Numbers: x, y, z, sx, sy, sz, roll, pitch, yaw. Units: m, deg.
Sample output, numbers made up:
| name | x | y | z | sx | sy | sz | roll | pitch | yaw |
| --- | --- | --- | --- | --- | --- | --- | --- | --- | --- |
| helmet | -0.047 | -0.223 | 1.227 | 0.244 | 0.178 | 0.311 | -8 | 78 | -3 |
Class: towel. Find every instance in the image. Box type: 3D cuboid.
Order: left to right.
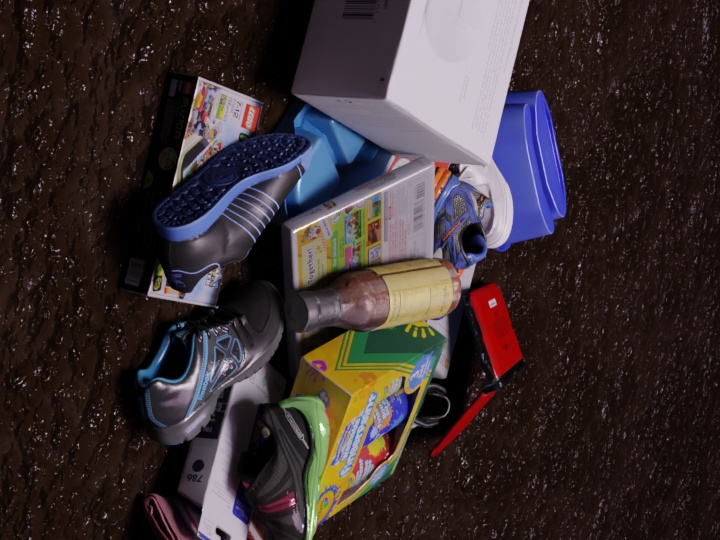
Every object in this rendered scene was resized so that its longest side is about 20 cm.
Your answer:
| name | x | y | z | sx | sy | sz | roll | pitch | yaw |
| --- | --- | --- | --- | --- | --- | --- | --- | --- | --- |
| towel | -0.129 | 0.290 | 1.600 | 0.023 | 0.144 | 0.200 | -38 | 153 | 11 |

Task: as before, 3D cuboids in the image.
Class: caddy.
| name | x | y | z | sx | sy | sz | roll | pitch | yaw |
| --- | --- | --- | --- | --- | --- | --- | --- | --- | --- |
| caddy | 0.173 | -0.123 | 1.958 | 0.141 | 0.104 | 0.201 | -44 | 123 | -62 |

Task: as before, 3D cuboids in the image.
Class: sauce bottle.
| name | x | y | z | sx | sy | sz | roll | pitch | yaw |
| --- | --- | --- | --- | --- | --- | --- | --- | --- | --- |
| sauce bottle | 0.011 | 0.027 | 1.637 | 0.199 | 0.066 | 0.066 | -7 | 109 | -39 |

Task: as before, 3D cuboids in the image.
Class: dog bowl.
| name | x | y | z | sx | sy | sz | roll | pitch | yaw |
| --- | --- | --- | --- | --- | --- | --- | --- | --- | --- |
| dog bowl | -0.042 | -0.124 | 1.655 | 0.200 | 0.049 | 0.112 | -60 | 146 | -28 |

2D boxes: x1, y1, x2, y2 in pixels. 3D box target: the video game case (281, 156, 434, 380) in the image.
| name | x | y | z | sx | sy | sz | roll | pitch | yaw |
| --- | --- | --- | --- | --- | --- | --- | --- | --- | --- |
| video game case | 0.000 | 0.000 | 1.671 | 0.182 | 0.023 | 0.201 | -27 | 136 | -28 |

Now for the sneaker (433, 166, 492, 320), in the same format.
| name | x | y | z | sx | sy | sz | roll | pitch | yaw |
| --- | --- | --- | --- | --- | --- | --- | --- | --- | --- |
| sneaker | 0.097 | -0.017 | 1.781 | 0.075 | 0.078 | 0.201 | -55 | 159 | -41 |

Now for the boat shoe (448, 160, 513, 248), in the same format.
| name | x | y | z | sx | sy | sz | roll | pitch | yaw |
| --- | --- | --- | --- | --- | --- | --- | --- | --- | --- |
| boat shoe | 0.118 | -0.123 | 1.847 | 0.068 | 0.072 | 0.201 | 0 | 79 | -59 |

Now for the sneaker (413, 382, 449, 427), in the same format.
| name | x | y | z | sx | sy | sz | roll | pitch | yaw |
| --- | --- | --- | --- | --- | --- | --- | --- | --- | --- |
| sneaker | 0.059 | 0.159 | 1.867 | 0.200 | 0.115 | 0.076 | 18 | 85 | -60 |

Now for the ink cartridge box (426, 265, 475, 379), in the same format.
| name | x | y | z | sx | sy | sz | roll | pitch | yaw |
| --- | --- | --- | --- | --- | --- | --- | --- | --- | --- |
| ink cartridge box | 0.075 | 0.002 | 1.899 | 0.198 | 0.043 | 0.201 | 41 | 62 | -57 |

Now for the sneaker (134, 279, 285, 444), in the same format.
| name | x | y | z | sx | sy | sz | roll | pitch | yaw |
| --- | --- | --- | --- | --- | --- | --- | --- | --- | --- |
| sneaker | -0.139 | 0.071 | 1.545 | 0.200 | 0.073 | 0.082 | -54 | 142 | -34 |

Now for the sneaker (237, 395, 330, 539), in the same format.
| name | x | y | z | sx | sy | sz | roll | pitch | yaw |
| --- | --- | --- | --- | --- | --- | --- | --- | --- | --- |
| sneaker | -0.081 | 0.210 | 1.593 | 0.077 | 0.083 | 0.201 | -108 | -156 | -69 |

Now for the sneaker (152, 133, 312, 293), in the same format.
| name | x | y | z | sx | sy | sz | roll | pitch | yaw |
| --- | --- | --- | --- | --- | --- | --- | --- | --- | --- |
| sneaker | -0.114 | -0.055 | 1.481 | 0.200 | 0.070 | 0.078 | -37 | 136 | -40 |

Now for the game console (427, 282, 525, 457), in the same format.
| name | x | y | z | sx | sy | sz | roll | pitch | yaw |
| --- | --- | --- | --- | --- | --- | --- | --- | --- | --- |
| game console | 0.127 | 0.117 | 2.000 | 0.200 | 0.118 | 0.173 | -16 | 87 | -77 |

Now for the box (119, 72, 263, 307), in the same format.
| name | x | y | z | sx | sy | sz | roll | pitch | yaw |
| --- | --- | --- | --- | --- | --- | --- | --- | --- | --- |
| box | -0.154 | -0.072 | 1.503 | 0.110 | 0.035 | 0.201 | 13 | 90 | -60 |

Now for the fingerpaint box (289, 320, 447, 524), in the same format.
| name | x | y | z | sx | sy | sz | roll | pitch | yaw |
| --- | --- | --- | --- | --- | --- | --- | --- | --- | --- |
| fingerpaint box | -0.010 | 0.155 | 1.691 | 0.167 | 0.073 | 0.201 | -26 | 145 | -48 |

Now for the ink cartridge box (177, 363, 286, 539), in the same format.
| name | x | y | z | sx | sy | sz | roll | pitch | yaw |
| --- | --- | --- | --- | --- | --- | --- | --- | --- | --- |
| ink cartridge box | -0.129 | 0.179 | 1.604 | 0.100 | 0.039 | 0.201 | 52 | 45 | -54 |

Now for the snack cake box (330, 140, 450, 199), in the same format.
| name | x | y | z | sx | sy | sz | roll | pitch | yaw |
| --- | --- | --- | --- | --- | --- | --- | --- | --- | --- |
| snack cake box | 0.015 | -0.077 | 1.751 | 0.201 | 0.067 | 0.115 | -62 | 145 | -23 |

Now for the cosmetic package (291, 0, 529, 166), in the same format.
| name | x | y | z | sx | sy | sz | roll | pitch | yaw |
| --- | --- | --- | --- | --- | --- | --- | --- | --- | --- |
| cosmetic package | 0.055 | -0.231 | 1.611 | 0.200 | 0.123 | 0.200 | 26 | 76 | -51 |
